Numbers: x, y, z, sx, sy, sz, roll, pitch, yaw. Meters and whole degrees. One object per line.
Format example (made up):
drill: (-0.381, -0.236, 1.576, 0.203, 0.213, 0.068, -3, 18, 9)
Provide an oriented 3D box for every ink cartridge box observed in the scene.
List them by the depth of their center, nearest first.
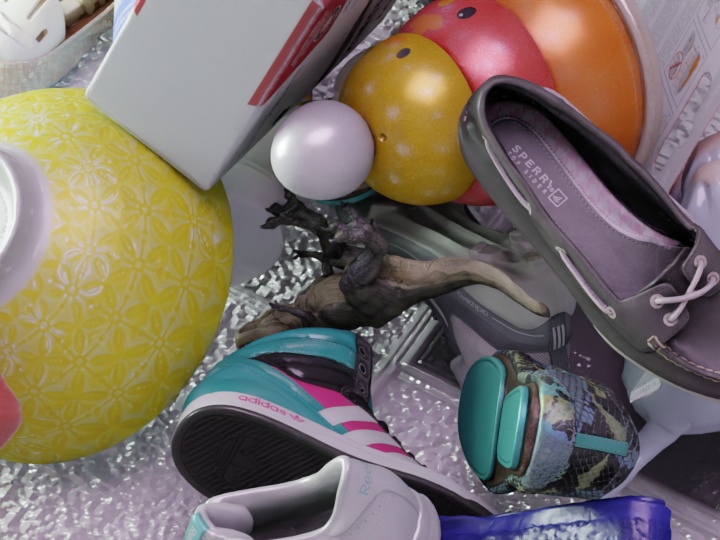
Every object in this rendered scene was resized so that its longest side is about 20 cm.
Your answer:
ink cartridge box: (-0.033, -0.154, 1.465, 0.084, 0.144, 0.200, 38, 42, 3)
ink cartridge box: (0.175, -0.112, 1.534, 0.047, 0.160, 0.200, 17, 31, -18)

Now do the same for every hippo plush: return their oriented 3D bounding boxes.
hippo plush: (0.222, 0.030, 1.460, 0.161, 0.159, 0.200, 19, 35, -1)

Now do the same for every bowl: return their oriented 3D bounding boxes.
bowl: (-0.175, -0.010, 1.458, 0.200, 0.108, 0.200, -9, 70, 25)

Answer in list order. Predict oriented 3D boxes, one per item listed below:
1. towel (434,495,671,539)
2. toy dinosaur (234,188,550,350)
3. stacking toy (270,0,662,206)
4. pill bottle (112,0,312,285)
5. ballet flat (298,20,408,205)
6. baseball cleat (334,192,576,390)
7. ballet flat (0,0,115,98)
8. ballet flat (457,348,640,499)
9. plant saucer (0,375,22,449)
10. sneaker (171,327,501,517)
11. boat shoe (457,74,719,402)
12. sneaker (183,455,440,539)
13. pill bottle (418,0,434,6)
towel: (0.077, 0.207, 1.332, 0.148, 0.050, 0.200, -9, 66, 38)
toy dinosaur: (0.000, 0.000, 1.469, 0.200, 0.088, 0.047, -10, 41, 44)
stacking toy: (0.040, -0.079, 1.451, 0.200, 0.146, 0.146, -21, 54, -37)
pill bottle: (-0.081, -0.094, 1.577, 0.112, 0.112, 0.200, -1, 53, -2)
ballet flat: (0.024, -0.099, 1.569, 0.071, 0.071, 0.200, 26, 33, 17)
baseball cleat: (0.045, 0.011, 1.529, 0.070, 0.107, 0.200, -13, 23, -24)
ballet flat: (-0.171, -0.158, 1.655, 0.067, 0.062, 0.200, 35, 60, 24)
ballet flat: (0.091, 0.078, 1.380, 0.074, 0.200, 0.074, 0, 95, -6)
plant saucer: (-0.281, 0.071, 1.417, 0.200, 0.037, 0.200, -49, 59, 15)
sneaker: (0.002, 0.096, 1.458, 0.200, 0.084, 0.121, 29, 27, -11)
boat shoe: (0.120, -0.015, 1.364, 0.067, 0.057, 0.200, -43, 78, -9)
sneaker: (-0.065, 0.145, 1.369, 0.200, 0.088, 0.075, -34, 46, 13)
pill bottle: (0.063, -0.205, 1.665, 0.114, 0.114, 0.200, -32, 60, -23)
